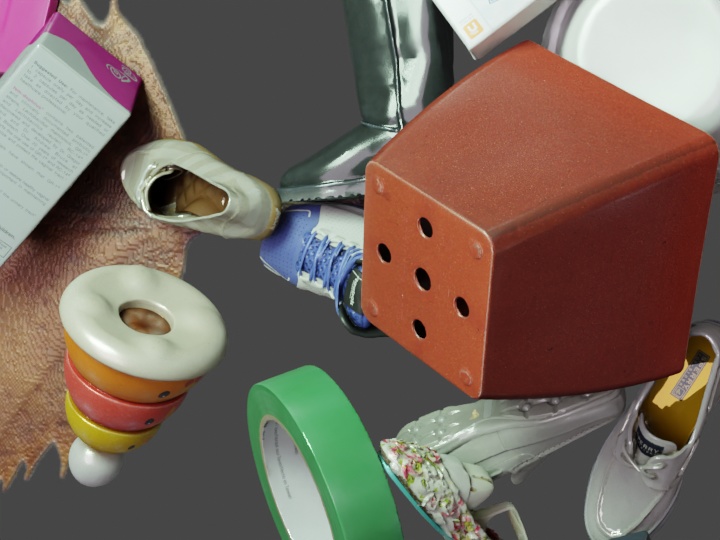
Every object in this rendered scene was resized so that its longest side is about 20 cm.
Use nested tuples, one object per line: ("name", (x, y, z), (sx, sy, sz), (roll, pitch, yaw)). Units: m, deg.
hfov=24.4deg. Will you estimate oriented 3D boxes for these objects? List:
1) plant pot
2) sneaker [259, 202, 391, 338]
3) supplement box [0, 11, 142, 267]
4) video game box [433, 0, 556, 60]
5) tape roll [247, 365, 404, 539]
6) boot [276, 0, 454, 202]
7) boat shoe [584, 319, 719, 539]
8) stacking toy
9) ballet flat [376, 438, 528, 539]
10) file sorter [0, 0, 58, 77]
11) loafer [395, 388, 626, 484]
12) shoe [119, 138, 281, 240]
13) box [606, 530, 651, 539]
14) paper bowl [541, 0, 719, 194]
("plant pot", (0.109, -0.021, 1.187), (0.200, 0.176, 0.200), (36, 136, 41))
("sneaker", (0.001, 0.000, 1.339), (0.199, 0.115, 0.081), (24, 100, 23))
("supplement box", (-0.295, -0.113, 1.463), (0.103, 0.101, 0.200), (37, 110, -16))
("video game box", (0.110, -0.287, 1.228), (0.200, 0.047, 0.182), (-37, 81, 10))
("tape roll", (-0.029, 0.176, 1.320), (0.048, 0.200, 0.200), (-19, 80, -18))
("boot", (0.000, -0.161, 1.363), (0.165, 0.066, 0.200), (-8, 90, 17))
("boat shoe", (0.223, 0.129, 1.261), (0.071, 0.070, 0.200), (34, 104, 21))
("stacking toy", (-0.208, 0.108, 1.453), (0.146, 0.146, 0.200), (35, 124, 20))
("ballet flat", (0.085, 0.190, 1.294), (0.064, 0.076, 0.200), (-35, 118, 2))
("file sorter", (-0.392, -0.263, 1.512), (0.200, 0.125, 0.139), (19, 99, 24))
("loafer", (0.121, 0.131, 1.318), (0.200, 0.070, 0.070), (-21, 118, 25))
("shoe", (-0.148, -0.072, 1.413), (0.200, 0.053, 0.070), (19, 101, 44))
("box", (0.152, 0.315, 1.241), (0.200, 0.104, 0.182), (-20, 109, 24))
("paper bowl", (0.230, -0.154, 1.237), (0.201, 0.104, 0.201), (1, 92, 24))
